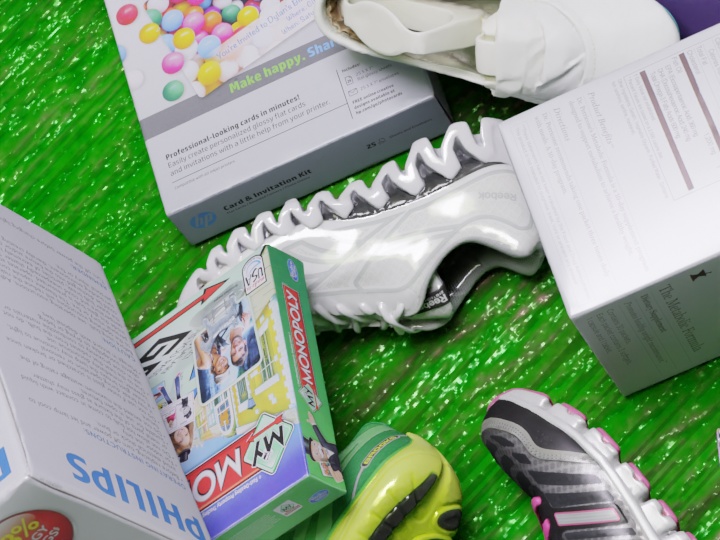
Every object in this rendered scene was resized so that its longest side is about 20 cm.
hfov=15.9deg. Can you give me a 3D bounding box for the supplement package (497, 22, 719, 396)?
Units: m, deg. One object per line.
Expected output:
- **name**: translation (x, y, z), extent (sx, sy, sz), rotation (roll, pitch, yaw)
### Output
- **supplement package**: translation (0.183, -0.043, 1.203), extent (0.199, 0.114, 0.110), rotation (-24, 63, 10)

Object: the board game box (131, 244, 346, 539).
- **board game box**: translation (-0.097, 0.094, 1.246), extent (0.200, 0.029, 0.135), rotation (-35, 47, 27)

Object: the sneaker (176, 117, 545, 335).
- **sneaker**: translation (0.000, 0.000, 1.282), extent (0.199, 0.075, 0.081), rotation (-26, 69, 8)

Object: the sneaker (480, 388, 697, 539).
- **sneaker**: translation (0.106, 0.140, 1.170), extent (0.087, 0.074, 0.200), rotation (-37, 64, -6)

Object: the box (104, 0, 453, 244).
- **box**: translation (-0.052, -0.133, 1.378), extent (0.155, 0.041, 0.201), rotation (-23, 59, 9)

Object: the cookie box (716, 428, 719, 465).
- **cookie box**: translation (0.264, 0.110, 1.070), extent (0.199, 0.171, 0.076), rotation (-14, 59, 14)

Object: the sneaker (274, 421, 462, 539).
- **sneaker**: translation (-0.034, 0.154, 1.231), extent (0.200, 0.074, 0.084), rotation (-43, 33, 2)

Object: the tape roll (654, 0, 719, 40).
- **tape roll**: translation (0.183, -0.215, 1.243), extent (0.198, 0.085, 0.201), rotation (-8, 65, 17)

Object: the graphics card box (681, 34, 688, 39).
- **graphics card box**: translation (0.162, -0.157, 1.302), extent (0.200, 0.051, 0.126), rotation (-37, 59, 3)

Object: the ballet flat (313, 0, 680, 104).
- **ballet flat**: translation (0.059, -0.113, 1.252), extent (0.199, 0.069, 0.070), rotation (16, 73, 36)

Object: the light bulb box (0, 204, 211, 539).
- **light bulb box**: translation (-0.194, 0.101, 1.167), extent (0.198, 0.125, 0.201), rotation (-42, 45, 17)
